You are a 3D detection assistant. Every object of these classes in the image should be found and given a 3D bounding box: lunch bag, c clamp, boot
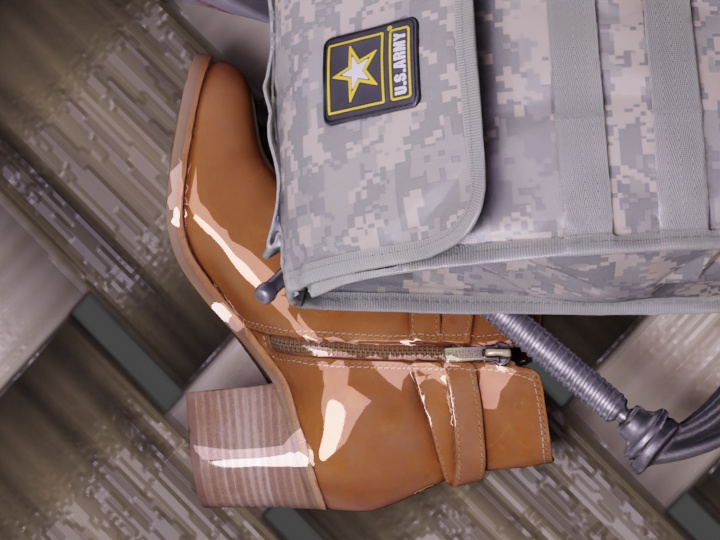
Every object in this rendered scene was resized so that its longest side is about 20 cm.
[{"bbox_3d":[0.058,-0.070,1.142,0.199,0.118,0.165,-2,74,-2],"label":"lunch bag"},{"bbox_3d":[0.082,0.012,1.192,0.200,0.027,0.171,35,60,6],"label":"c clamp"},{"bbox_3d":[0.000,0.000,1.222,0.154,0.077,0.201,-7,77,5],"label":"boot"}]

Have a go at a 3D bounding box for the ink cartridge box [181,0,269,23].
[{"bbox_3d":[-0.128,-0.171,1.215,0.199,0.145,0.085,15,93,12],"label":"ink cartridge box"}]
